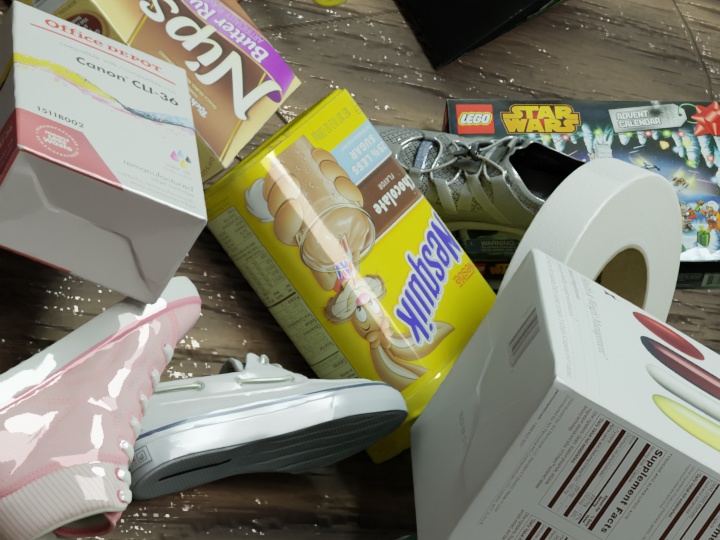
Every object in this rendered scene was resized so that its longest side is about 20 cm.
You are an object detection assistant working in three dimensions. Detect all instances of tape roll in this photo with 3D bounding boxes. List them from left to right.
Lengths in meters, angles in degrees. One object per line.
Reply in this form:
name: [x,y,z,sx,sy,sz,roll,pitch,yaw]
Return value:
tape roll: [0.142,0.028,1.658,0.203,0.037,0.204,-41,143,-42]

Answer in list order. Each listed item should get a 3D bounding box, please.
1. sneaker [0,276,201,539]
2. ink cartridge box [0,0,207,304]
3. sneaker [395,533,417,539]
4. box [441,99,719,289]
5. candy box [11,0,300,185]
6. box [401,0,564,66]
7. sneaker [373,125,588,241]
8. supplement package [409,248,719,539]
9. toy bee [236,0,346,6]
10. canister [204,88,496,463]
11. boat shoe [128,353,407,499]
sneaker: [-0.145,0.086,1.427,0.200,0.075,0.105,-33,86,-40]
ink cartridge box: [-0.158,-0.079,1.469,0.116,0.068,0.200,22,28,-23]
sneaker: [0.041,0.214,1.524,0.084,0.121,0.200,47,40,-15]
box: [0.159,-0.053,1.795,0.199,0.040,0.138,0,56,-5]
candy box: [-0.137,-0.155,1.616,0.200,0.056,0.117,51,38,-10]
box: [0.125,-0.257,1.894,0.200,0.148,0.125,-31,89,-51]
sneaker: [0.083,-0.068,1.725,0.199,0.082,0.075,11,56,2]
supplement package: [0.150,0.124,1.495,0.199,0.147,0.191,29,19,-12]
toy bee: [-0.050,-0.250,1.732,0.131,0.109,0.201,32,46,-28]
canister: [0.000,0.000,1.645,0.200,0.086,0.149,53,40,-6]
boat shoe: [-0.061,0.079,1.524,0.199,0.074,0.067,-7,61,-40]
